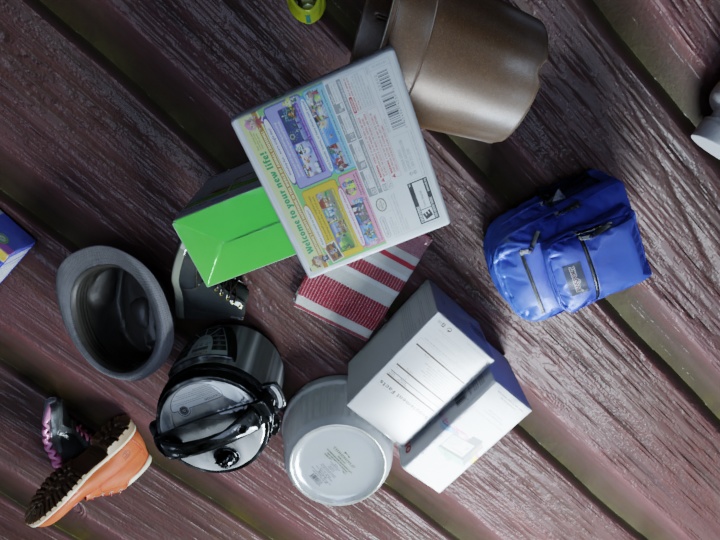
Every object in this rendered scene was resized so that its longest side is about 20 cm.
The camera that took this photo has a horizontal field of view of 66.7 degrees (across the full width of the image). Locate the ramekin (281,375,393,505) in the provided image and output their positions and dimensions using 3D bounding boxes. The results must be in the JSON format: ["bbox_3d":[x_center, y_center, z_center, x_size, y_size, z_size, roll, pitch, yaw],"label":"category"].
[{"bbox_3d":[-0.036,0.288,0.903,0.196,0.105,0.204,0,112,-1],"label":"ramekin"}]

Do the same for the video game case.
[{"bbox_3d":[-0.015,-0.107,0.594,0.179,0.022,0.202,-21,118,7],"label":"video game case"}]

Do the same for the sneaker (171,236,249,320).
[{"bbox_3d":[-0.209,0.005,0.782,0.104,0.076,0.201,7,147,-11],"label":"sneaker"}]

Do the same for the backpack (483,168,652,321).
[{"bbox_3d":[0.273,-0.028,0.753,0.197,0.168,0.165,-22,104,12],"label":"backpack"}]

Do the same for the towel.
[{"bbox_3d":[0.000,0.000,0.835,0.142,0.023,0.202,27,111,-13],"label":"towel"}]

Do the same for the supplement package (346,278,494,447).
[{"bbox_3d":[0.084,0.140,0.837,0.119,0.122,0.200,39,107,-14],"label":"supplement package"}]

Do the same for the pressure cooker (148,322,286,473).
[{"bbox_3d":[-0.203,0.193,0.812,0.176,0.201,0.178,25,110,-10],"label":"pressure cooker"}]

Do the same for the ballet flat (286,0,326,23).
[{"bbox_3d":[-0.072,-0.404,0.647,0.065,0.067,0.204,-5,112,2],"label":"ballet flat"}]

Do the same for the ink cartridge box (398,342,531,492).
[{"bbox_3d":[0.151,0.219,0.857,0.084,0.145,0.200,38,107,-15],"label":"ink cartridge box"}]

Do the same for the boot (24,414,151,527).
[{"bbox_3d":[-0.434,0.347,0.891,0.074,0.200,0.109,14,134,40],"label":"boot"}]

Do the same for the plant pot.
[{"bbox_3d":[0.099,-0.252,0.653,0.194,0.201,0.203,14,112,-15],"label":"plant pot"}]

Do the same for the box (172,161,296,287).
[{"bbox_3d":[-0.116,-0.089,0.713,0.197,0.177,0.098,-20,113,7],"label":"box"}]

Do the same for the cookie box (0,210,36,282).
[{"bbox_3d":[-0.608,-0.026,0.784,0.199,0.075,0.171,-42,106,13],"label":"cookie box"}]

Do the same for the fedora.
[{"bbox_3d":[-0.341,0.055,0.805,0.174,0.090,0.203,-21,98,15],"label":"fedora"}]

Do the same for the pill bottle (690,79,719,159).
[{"bbox_3d":[0.528,-0.239,0.700,0.110,0.112,0.202,29,109,-12],"label":"pill bottle"}]

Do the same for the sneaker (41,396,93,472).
[{"bbox_3d":[-0.476,0.297,0.928,0.094,0.079,0.204,-14,113,-21],"label":"sneaker"}]
